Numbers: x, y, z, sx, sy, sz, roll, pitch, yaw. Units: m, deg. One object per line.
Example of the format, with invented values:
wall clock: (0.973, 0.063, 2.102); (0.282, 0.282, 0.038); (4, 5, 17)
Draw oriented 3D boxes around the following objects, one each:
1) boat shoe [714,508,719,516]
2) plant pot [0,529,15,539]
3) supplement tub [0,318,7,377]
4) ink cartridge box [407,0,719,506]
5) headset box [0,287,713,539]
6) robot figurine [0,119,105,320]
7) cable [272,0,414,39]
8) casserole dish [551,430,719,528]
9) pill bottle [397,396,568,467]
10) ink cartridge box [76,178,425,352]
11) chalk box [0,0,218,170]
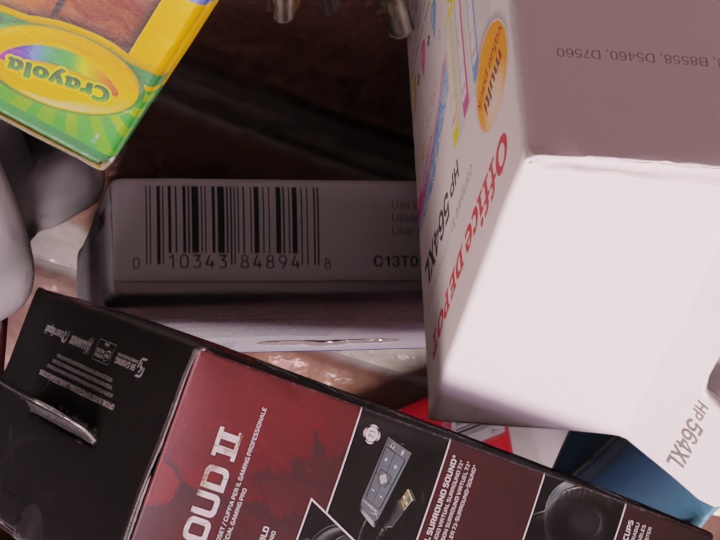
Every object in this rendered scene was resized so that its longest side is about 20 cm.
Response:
boat shoe: (0.212, 0.033, 0.920); (0.200, 0.061, 0.072); (-23, 95, 11)
plant pot: (-0.194, 0.169, 0.967); (0.198, 0.201, 0.177); (7, 154, -14)
supplement tub: (-0.230, 0.028, 0.833); (0.199, 0.108, 0.107); (8, 141, -15)
ink cartridge box: (0.087, -0.047, 0.683); (0.124, 0.201, 0.129); (4, 143, -9)
headset box: (-0.020, 0.072, 0.713); (0.199, 0.078, 0.149); (23, 176, -25)
robot figurine: (-0.182, -0.010, 0.739); (0.199, 0.113, 0.170); (-28, 112, -19)
cable: (-0.026, -0.154, 0.685); (0.096, 0.050, 0.201); (15, 131, 13)
casserole dish: (0.118, 0.024, 0.809); (0.039, 0.200, 0.121); (34, 140, -4)
pill bottle: (0.026, 0.113, 0.962); (0.199, 0.113, 0.112); (-24, 138, 25)
ink cartridge box: (0.000, 0.000, 0.832); (0.195, 0.044, 0.200); (-1, 174, -11)
chalk box: (-0.083, -0.123, 0.604); (0.124, 0.124, 0.200); (26, 132, -12)
